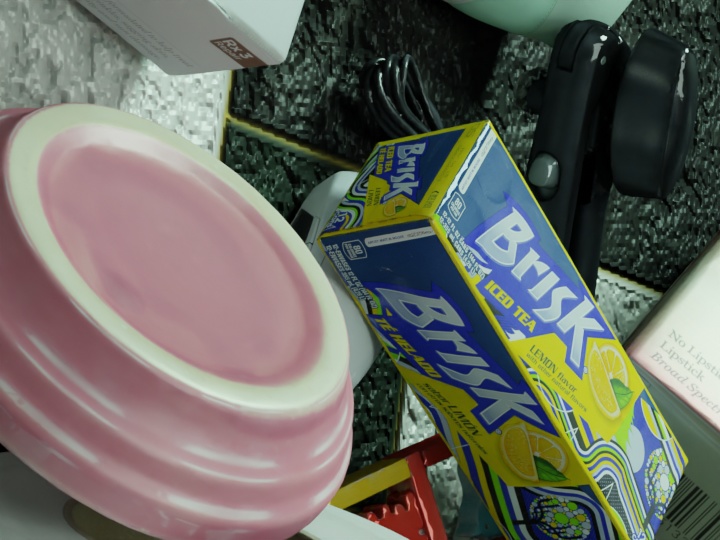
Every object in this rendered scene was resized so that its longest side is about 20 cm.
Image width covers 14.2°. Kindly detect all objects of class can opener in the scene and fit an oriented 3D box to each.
[{"bbox_3d":[0.096,-0.021,1.351,0.063,0.078,0.201,-3,115,-45],"label":"can opener"}]

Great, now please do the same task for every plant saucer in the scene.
[{"bbox_3d":[-0.078,0.009,1.054,0.200,0.051,0.201,31,30,-20],"label":"plant saucer"}]

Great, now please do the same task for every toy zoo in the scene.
[{"bbox_3d":[0.039,0.143,1.288,0.199,0.020,0.132,-21,97,-39],"label":"toy zoo"}]

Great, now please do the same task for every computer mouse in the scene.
[{"bbox_3d":[0.000,0.000,1.257,0.200,0.044,0.110,-57,133,-35],"label":"computer mouse"}]

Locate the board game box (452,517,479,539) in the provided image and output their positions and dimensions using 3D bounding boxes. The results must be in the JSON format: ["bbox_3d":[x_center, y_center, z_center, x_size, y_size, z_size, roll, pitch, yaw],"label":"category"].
[{"bbox_3d":[0.096,0.215,1.391,0.200,0.034,0.135,40,59,-45],"label":"board game box"}]

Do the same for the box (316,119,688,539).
[{"bbox_3d":[0.065,0.036,1.248,0.201,0.064,0.070,57,43,-27],"label":"box"}]

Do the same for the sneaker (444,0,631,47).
[{"bbox_3d":[0.102,-0.202,1.356,0.118,0.074,0.202,26,83,-43],"label":"sneaker"}]

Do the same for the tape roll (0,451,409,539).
[{"bbox_3d":[-0.063,0.128,1.040,0.202,0.202,0.071,-1,106,-53],"label":"tape roll"}]

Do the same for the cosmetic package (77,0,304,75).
[{"bbox_3d":[-0.056,-0.190,1.158,0.102,0.074,0.201,38,62,-40],"label":"cosmetic package"}]

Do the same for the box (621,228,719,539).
[{"bbox_3d":[0.196,0.056,1.419,0.128,0.109,0.200,41,48,4],"label":"box"}]
